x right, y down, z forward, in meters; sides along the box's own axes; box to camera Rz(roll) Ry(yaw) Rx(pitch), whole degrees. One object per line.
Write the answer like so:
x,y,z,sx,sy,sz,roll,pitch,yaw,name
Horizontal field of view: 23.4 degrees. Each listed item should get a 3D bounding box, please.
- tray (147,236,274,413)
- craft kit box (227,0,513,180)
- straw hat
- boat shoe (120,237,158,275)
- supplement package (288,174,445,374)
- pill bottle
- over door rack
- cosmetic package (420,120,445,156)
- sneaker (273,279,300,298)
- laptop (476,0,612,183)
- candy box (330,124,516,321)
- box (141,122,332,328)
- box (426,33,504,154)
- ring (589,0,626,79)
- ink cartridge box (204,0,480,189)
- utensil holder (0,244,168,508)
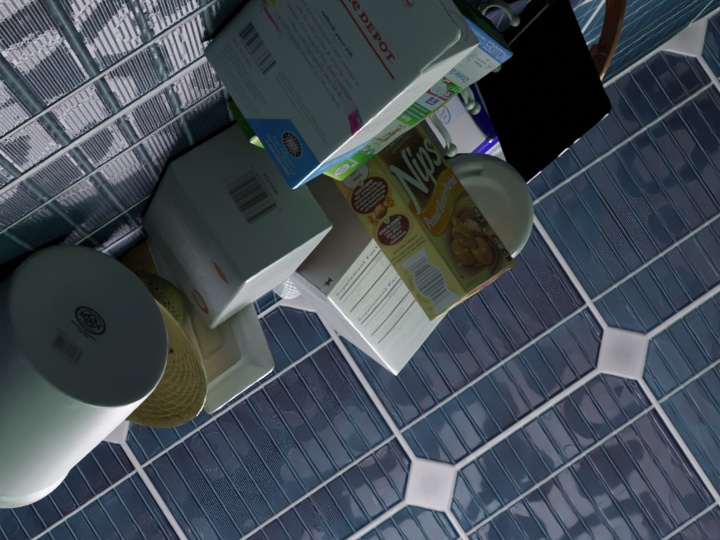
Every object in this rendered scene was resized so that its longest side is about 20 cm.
-0.155,0.029,1.709,0.022,0.201,0.107,1,151,-47,tray
0.013,-0.161,1.469,0.197,0.049,0.200,-38,162,13,craft kit box
-0.212,0.049,1.681,0.201,0.201,0.085,-37,-165,46,straw hat
-0.159,-0.036,1.789,0.199,0.071,0.069,-25,-179,27,boat shoe
0.000,0.000,1.766,0.110,0.113,0.200,-50,148,-7,supplement package
0.108,-0.062,1.808,0.119,0.120,0.200,-33,-175,-1,pill bottle
0.080,-0.168,1.762,0.200,0.066,0.148,-40,-164,49,over door rack
0.010,-0.117,1.914,0.090,0.107,0.200,-36,178,34,cosmetic package
-0.087,-0.079,1.798,0.075,0.114,0.201,-21,133,-46,sneaker
0.210,-0.221,1.786,0.200,0.116,0.187,-52,-174,-33,laptop
0.051,-0.061,1.635,0.055,0.201,0.115,-36,176,31,candy box
-0.116,-0.042,1.583,0.097,0.125,0.200,-33,177,-19,box
0.158,-0.204,2.106,0.199,0.105,0.184,-31,175,-29,box
0.219,-0.245,1.821,0.019,0.202,0.200,15,155,-20,ring
-0.004,-0.155,1.128,0.068,0.116,0.200,-31,176,-43,ink cartridge box
-0.284,0.092,1.538,0.200,0.171,0.170,-40,173,41,utensil holder
